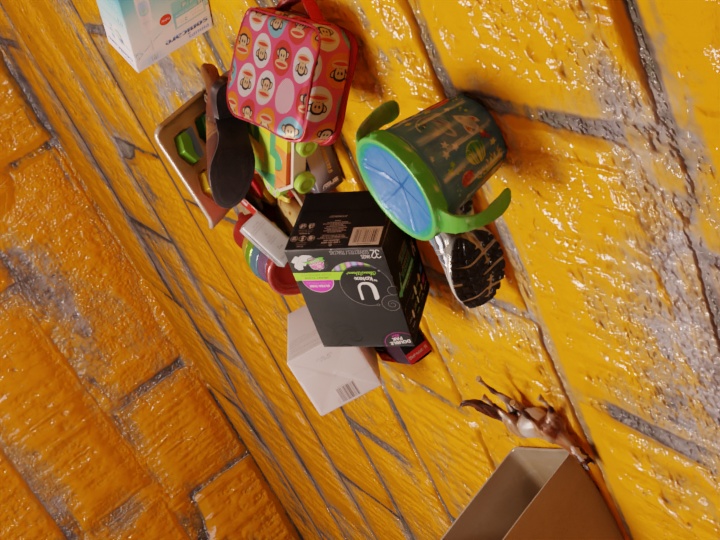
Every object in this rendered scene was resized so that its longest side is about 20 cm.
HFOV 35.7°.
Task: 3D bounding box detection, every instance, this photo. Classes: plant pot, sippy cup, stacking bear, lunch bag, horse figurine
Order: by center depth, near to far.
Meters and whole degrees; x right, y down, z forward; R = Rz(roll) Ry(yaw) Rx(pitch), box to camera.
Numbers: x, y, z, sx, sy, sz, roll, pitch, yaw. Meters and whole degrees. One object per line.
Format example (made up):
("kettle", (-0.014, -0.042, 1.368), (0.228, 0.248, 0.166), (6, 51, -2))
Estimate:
("sippy cup", (0.086, -0.123, 1.242), (0.178, 0.130, 0.140), (55, 162, -3))
("lunch bag", (-0.090, -0.264, 1.429), (0.200, 0.082, 0.176), (32, 117, 47))
("horse figurine", (0.234, 0.210, 1.594), (0.133, 0.050, 0.200), (44, 160, -30))
("plant pot", (0.270, 0.398, 1.666), (0.177, 0.200, 0.200), (44, 163, -8))
("stacking bear", (-0.165, -0.044, 2.047), (0.200, 0.114, 0.122), (39, 157, 49))

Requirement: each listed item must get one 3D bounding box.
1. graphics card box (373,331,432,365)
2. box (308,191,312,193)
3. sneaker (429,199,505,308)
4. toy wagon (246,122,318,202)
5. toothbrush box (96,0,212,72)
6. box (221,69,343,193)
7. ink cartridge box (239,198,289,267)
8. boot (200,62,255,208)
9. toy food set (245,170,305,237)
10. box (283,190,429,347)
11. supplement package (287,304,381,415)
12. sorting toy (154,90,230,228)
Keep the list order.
("graphics card box", (0.026, 0.063, 1.853), (0.200, 0.051, 0.125), (59, 162, -12))
("box", (-0.084, -0.092, 1.857), (0.039, 0.041, 0.200), (47, 162, 22))
("sneaker", (0.121, -0.048, 1.415), (0.200, 0.078, 0.086), (69, 169, -23))
("toy wagon", (-0.122, -0.173, 1.612), (0.155, 0.040, 0.200), (46, 147, 33))
("toothbrush box", (-0.312, -0.415, 1.661), (0.085, 0.146, 0.200), (46, 160, 21))
("box", (-0.120, -0.218, 1.703), (0.200, 0.048, 0.159), (33, 152, 45))
("ink cartridge box", (-0.181, -0.078, 1.830), (0.174, 0.044, 0.200), (42, 176, -6))
("boot", (-0.214, -0.202, 1.656), (0.200, 0.068, 0.189), (-139, 40, -66))
("toy food set", (-0.141, -0.120, 1.784), (0.200, 0.049, 0.198), (57, 164, -24))
("box", (0.000, 0.000, 1.596), (0.148, 0.124, 0.200), (-1, 135, 20))
("supplement package", (-0.047, 0.134, 1.929), (0.120, 0.121, 0.200), (58, -171, -21))
("sorting toy", (-0.263, -0.197, 1.947), (0.036, 0.185, 0.200), (-18, 111, 28))
